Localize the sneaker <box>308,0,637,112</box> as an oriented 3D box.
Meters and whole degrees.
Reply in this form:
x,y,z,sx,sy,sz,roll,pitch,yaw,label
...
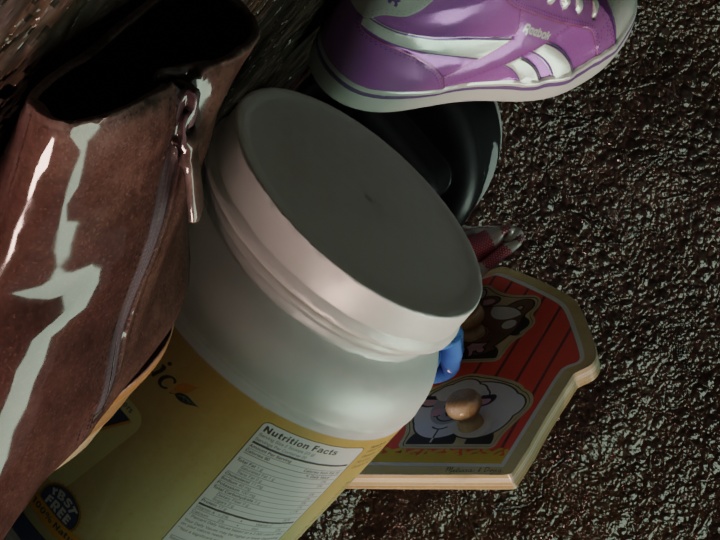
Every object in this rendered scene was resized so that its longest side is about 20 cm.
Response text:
x,y,z,sx,sy,sz,roll,pitch,yaw,label
0.079,-0.139,0.715,0.199,0.073,0.115,-20,156,-35,sneaker

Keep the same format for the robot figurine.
x,y,z,sx,sy,sz,roll,pitch,yaw,label
0.022,-0.072,0.897,0.200,0.148,0.127,-51,139,-71,robot figurine

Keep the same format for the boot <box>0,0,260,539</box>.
x,y,z,sx,sy,sz,roll,pitch,yaw,label
-0.104,0.022,0.372,0.200,0.072,0.167,-48,168,-52,boot

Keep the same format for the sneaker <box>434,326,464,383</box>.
x,y,z,sx,sy,sz,roll,pitch,yaw,label
0.000,0.000,0.729,0.076,0.106,0.199,-39,146,15,sneaker

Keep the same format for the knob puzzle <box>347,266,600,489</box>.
x,y,z,sx,sy,sz,roll,pitch,yaw,label
0.042,0.048,0.841,0.217,0.031,0.220,-18,-155,9,knob puzzle

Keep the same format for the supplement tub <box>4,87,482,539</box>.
x,y,z,sx,sy,sz,roll,pitch,yaw,label
-0.057,0.039,0.615,0.200,0.144,0.144,-49,-179,25,supplement tub

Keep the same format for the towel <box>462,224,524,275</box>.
x,y,z,sx,sy,sz,roll,pitch,yaw,label
-0.004,0.019,0.908,0.198,0.030,0.146,-30,-171,-10,towel
